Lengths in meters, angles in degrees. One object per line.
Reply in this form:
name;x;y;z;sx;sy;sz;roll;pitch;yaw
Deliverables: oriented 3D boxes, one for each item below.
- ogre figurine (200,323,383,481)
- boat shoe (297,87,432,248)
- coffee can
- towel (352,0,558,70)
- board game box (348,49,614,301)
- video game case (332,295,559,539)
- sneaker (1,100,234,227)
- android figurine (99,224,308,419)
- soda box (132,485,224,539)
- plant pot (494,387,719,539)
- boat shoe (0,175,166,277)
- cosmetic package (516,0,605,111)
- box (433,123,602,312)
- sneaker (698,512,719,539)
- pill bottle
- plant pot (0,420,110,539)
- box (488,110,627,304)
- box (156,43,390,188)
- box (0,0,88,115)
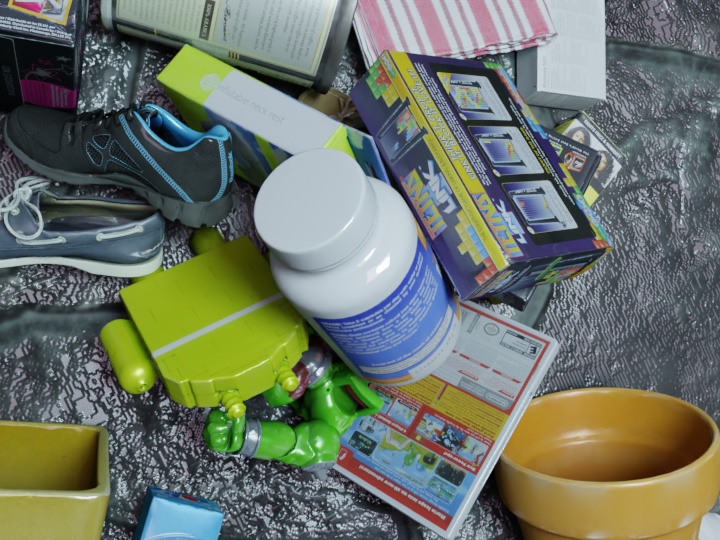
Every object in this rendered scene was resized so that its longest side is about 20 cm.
ogre figurine;-0.047;0.095;0.762;0.120;0.098;0.201;41;33;-14
boat shoe;0.007;-0.103;0.776;0.073;0.063;0.201;-35;67;-4
coffee can;-0.105;-0.250;0.746;0.198;0.146;0.148;14;81;-10
towel;0.080;-0.268;0.856;0.198;0.030;0.148;-14;71;-14
board game box;0.102;-0.081;0.716;0.164;0.057;0.201;-8;64;-45
video game case;0.073;0.122;0.796;0.142;0.017;0.201;24;73;32
sneaker;-0.192;-0.106;0.704;0.198;0.082;0.073;17;37;3
android figurine;-0.119;0.040;0.714;0.181;0.200;0.041;-26;137;-19
soda box;-0.174;0.289;0.722;0.064;0.068;0.202;17;80;-15
plant pot;0.228;0.232;0.805;0.198;0.200;0.185;-12;105;-18
boat shoe;-0.259;-0.038;0.709;0.198;0.075;0.062;8;127;-8
cosmetic package;0.207;-0.274;0.907;0.082;0.051;0.202;4;84;-20
box;0.102;-0.079;0.820;0.199;0.049;0.162;28;79;12
sneaker;0.372;0.283;0.904;0.200;0.070;0.081;43;65;-16
pill bottle;0.000;0.000;0.653;0.111;0.200;0.113;-10;57;17
plant pot;-0.292;0.228;0.632;0.192;0.195;0.202;6;91;-17
box;0.179;-0.064;0.877;0.075;0.050;0.200;44;75;-7
box;-0.066;-0.100;0.718;0.199;0.122;0.048;31;74;27
box;-0.278;-0.204;0.667;0.131;0.200;0.116;7;81;-17
